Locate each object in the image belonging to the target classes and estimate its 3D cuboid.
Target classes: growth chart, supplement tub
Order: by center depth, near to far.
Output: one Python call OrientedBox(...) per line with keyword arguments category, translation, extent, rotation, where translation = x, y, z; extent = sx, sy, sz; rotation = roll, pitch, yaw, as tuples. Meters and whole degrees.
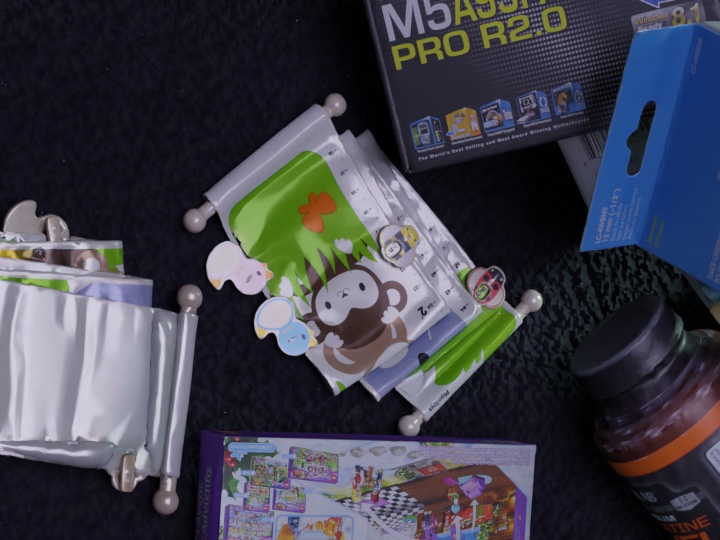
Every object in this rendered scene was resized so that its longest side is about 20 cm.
OrientedBox(category="growth chart", translation=(-0.175, 0.038, 1.162), extent=(0.199, 0.018, 0.146), rotation=(16, 77, -24))
OrientedBox(category="growth chart", translation=(0.000, 0.000, 1.262), extent=(0.200, 0.018, 0.145), rotation=(46, 68, -14))
OrientedBox(category="supplement tub", translation=(0.212, 0.111, 1.306), extent=(0.107, 0.107, 0.200), rotation=(-46, 104, -23))

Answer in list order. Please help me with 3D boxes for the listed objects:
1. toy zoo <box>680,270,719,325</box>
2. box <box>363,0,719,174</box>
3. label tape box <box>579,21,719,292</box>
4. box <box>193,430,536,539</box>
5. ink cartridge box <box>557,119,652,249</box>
OrientedBox(category="toy zoo", translation=(0.252, 0.061, 1.291), extent=(0.020, 0.131, 0.200), rotation=(-39, 129, 9))
OrientedBox(category="box", translation=(0.102, -0.155, 1.226), extent=(0.198, 0.044, 0.162), rotation=(-12, 99, 7))
OrientedBox(category="label tape box", translation=(0.233, -0.062, 1.198), extent=(0.198, 0.066, 0.144), rotation=(-5, 124, -25))
OrientedBox(category="box", translation=(0.002, 0.162, 1.225), extent=(0.198, 0.039, 0.138), rotation=(4, 90, -26))
OrientedBox(category="ink cartridge box", translation=(0.170, -0.137, 1.288), extent=(0.146, 0.086, 0.201), rotation=(-25, 95, 8))
